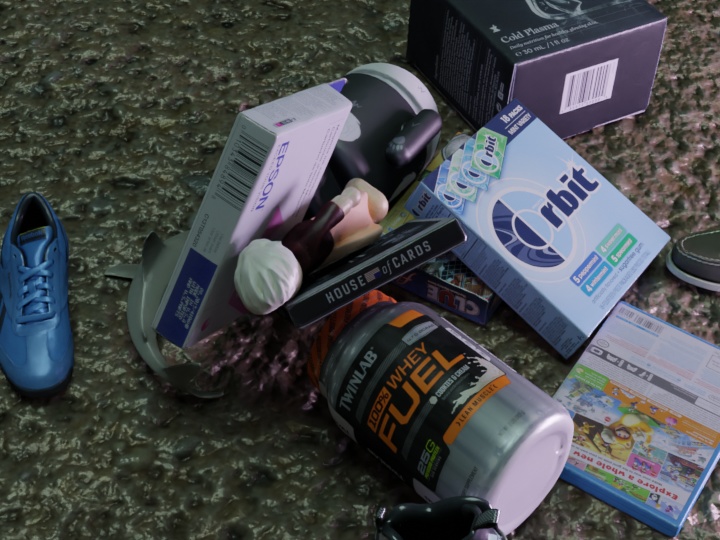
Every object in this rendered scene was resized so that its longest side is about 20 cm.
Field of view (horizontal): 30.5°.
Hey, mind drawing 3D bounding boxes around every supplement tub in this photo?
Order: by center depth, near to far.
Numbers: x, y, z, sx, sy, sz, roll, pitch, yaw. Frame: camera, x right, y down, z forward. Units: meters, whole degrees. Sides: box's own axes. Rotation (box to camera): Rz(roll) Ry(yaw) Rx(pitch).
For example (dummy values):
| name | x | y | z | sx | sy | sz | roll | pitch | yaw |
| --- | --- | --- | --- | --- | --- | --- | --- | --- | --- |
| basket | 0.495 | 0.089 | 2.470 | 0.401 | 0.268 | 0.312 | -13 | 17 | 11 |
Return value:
| name | x | y | z | sx | sy | sz | roll | pitch | yaw |
| --- | --- | --- | --- | --- | --- | --- | --- | --- | --- |
| supplement tub | 0.058 | 0.108 | 1.038 | 0.199 | 0.124 | 0.122 | 35 | 52 | 30 |

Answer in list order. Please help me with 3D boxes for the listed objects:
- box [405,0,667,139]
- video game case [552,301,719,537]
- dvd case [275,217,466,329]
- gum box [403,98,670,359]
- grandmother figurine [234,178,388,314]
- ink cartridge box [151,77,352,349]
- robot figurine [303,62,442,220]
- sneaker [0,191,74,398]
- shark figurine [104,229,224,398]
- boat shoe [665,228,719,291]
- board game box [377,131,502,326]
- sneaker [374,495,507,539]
| name | x | y | z | sx | sy | sz | roll | pitch | yaw |
| --- | --- | --- | --- | --- | --- | --- | --- | --- | --- |
| box | 0.183 | -0.246 | 1.411 | 0.198 | 0.125 | 0.197 | -20 | 47 | -23 |
| video game case | 0.241 | 0.119 | 1.118 | 0.142 | 0.018 | 0.200 | 27 | 48 | 20 |
| dvd case | 0.000 | 0.000 | 1.093 | 0.149 | 0.200 | 0.025 | -28 | 95 | -6 |
| gum box | 0.164 | -0.043 | 1.208 | 0.200 | 0.045 | 0.170 | 43 | 51 | 6 |
| grandmother figurine | -0.039 | -0.019 | 1.052 | 0.060 | 0.122 | 0.200 | 36 | 30 | 7 |
| ink cartridge box | -0.074 | -0.051 | 1.074 | 0.043 | 0.198 | 0.200 | 32 | 26 | 14 |
| robot figurine | -0.007 | -0.112 | 1.258 | 0.149 | 0.126 | 0.200 | 30 | 50 | 20 |
| sneaker | -0.283 | 0.016 | 1.138 | 0.065 | 0.079 | 0.202 | -3 | 46 | -11 |
| shark figurine | -0.173 | 0.017 | 1.141 | 0.126 | 0.090 | 0.216 | 3 | 42 | 1 |
| boat shoe | 0.388 | -0.021 | 1.240 | 0.199 | 0.061 | 0.073 | 1 | 44 | -3 |
| board game box | 0.105 | -0.045 | 1.261 | 0.134 | 0.035 | 0.200 | 25 | 48 | 19 |
| sneaker | 0.098 | 0.213 | 0.921 | 0.197 | 0.141 | 0.078 | 10 | 44 | 6 |
